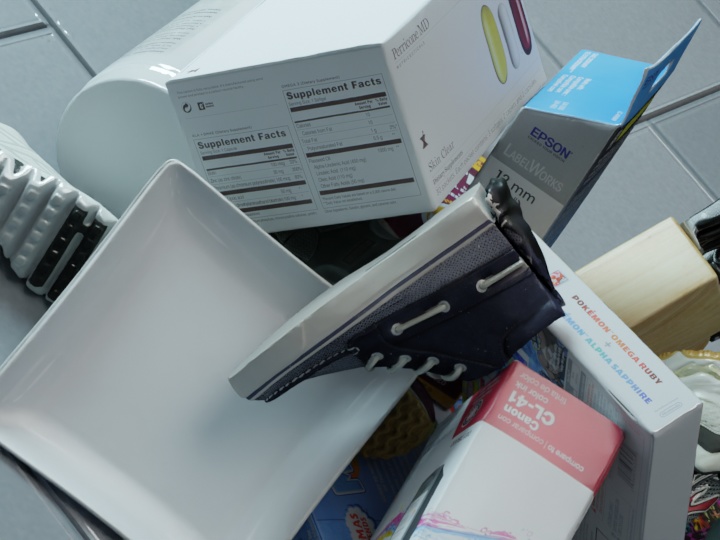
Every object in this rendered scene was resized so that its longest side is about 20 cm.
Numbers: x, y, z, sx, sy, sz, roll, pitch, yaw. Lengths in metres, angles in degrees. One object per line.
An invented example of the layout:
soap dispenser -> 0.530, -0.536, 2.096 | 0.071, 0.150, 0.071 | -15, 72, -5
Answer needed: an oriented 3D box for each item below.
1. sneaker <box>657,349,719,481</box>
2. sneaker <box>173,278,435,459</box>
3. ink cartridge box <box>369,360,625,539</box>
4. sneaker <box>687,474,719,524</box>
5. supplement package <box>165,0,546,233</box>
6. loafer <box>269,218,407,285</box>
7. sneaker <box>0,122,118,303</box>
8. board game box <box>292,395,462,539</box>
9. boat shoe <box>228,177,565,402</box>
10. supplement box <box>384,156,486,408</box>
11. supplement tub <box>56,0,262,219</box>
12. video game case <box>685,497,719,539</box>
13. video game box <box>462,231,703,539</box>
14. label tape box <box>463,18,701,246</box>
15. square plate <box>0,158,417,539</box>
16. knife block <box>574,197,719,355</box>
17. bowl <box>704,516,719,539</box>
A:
sneaker -> 0.168, 0.105, 1.562 | 0.076, 0.200, 0.088 | 25, 67, -33
sneaker -> -0.037, 0.041, 1.523 | 0.200, 0.075, 0.090 | 31, 29, -11
ink cartridge box -> 0.054, 0.169, 1.400 | 0.086, 0.148, 0.200 | 35, 64, -4
sneaker -> 0.203, 0.137, 1.635 | 0.081, 0.075, 0.200 | 49, 38, 8
supplement package -> 0.002, -0.119, 1.516 | 0.200, 0.155, 0.111 | -50, 126, -53
loafer -> 0.000, 0.000, 1.523 | 0.200, 0.072, 0.063 | 40, -20, 50
sneaker -> -0.211, -0.048, 1.516 | 0.200, 0.075, 0.081 | 36, 22, -12
board game box -> 0.030, 0.147, 1.558 | 0.200, 0.037, 0.152 | 8, 46, -39
boat shoe -> 0.025, 0.039, 1.394 | 0.093, 0.200, 0.075 | 54, 13, -5
supplement box -> 0.052, -0.008, 1.672 | 0.110, 0.086, 0.200 | 33, 27, -7
supplement tub -> -0.101, -0.106, 1.622 | 0.132, 0.132, 0.200 | 43, 36, 2
video game case -> 0.194, 0.149, 1.707 | 0.200, 0.036, 0.182 | -10, 60, -47
video game box -> 0.131, 0.091, 1.488 | 0.047, 0.200, 0.182 | -31, 56, -22
label tape box -> 0.130, -0.083, 1.565 | 0.066, 0.200, 0.143 | 34, 28, 6
square plate -> -0.097, 0.070, 1.441 | 0.200, 0.028, 0.198 | 39, 79, -4
knife block -> 0.210, 0.008, 1.692 | 0.199, 0.176, 0.064 | 2, 42, -39
bowl -> 0.301, 0.225, 1.639 | 0.200, 0.105, 0.202 | 20, 61, -40
